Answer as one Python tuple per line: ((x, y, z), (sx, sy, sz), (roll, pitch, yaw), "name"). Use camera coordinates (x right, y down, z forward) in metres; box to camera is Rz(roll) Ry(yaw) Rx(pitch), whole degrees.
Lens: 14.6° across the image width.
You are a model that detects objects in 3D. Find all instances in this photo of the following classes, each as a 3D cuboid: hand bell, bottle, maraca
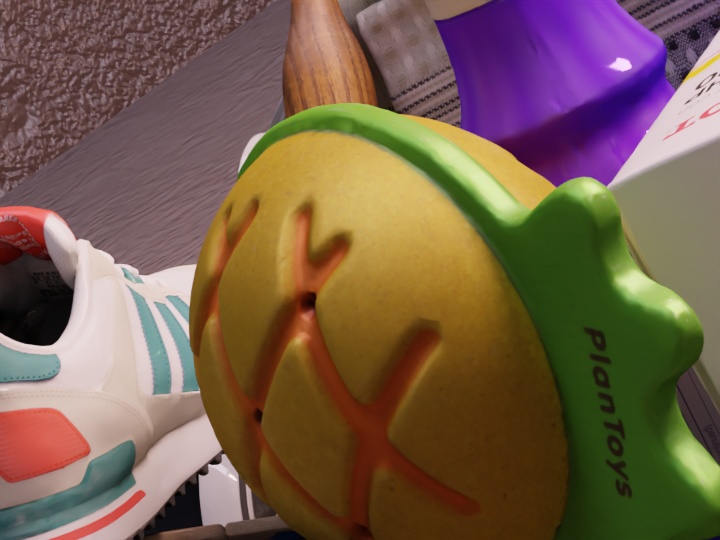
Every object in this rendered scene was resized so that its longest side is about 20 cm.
((0.000, 0.000, 0.958), (0.104, 0.201, 0.104), (-7, -16, -2), "hand bell")
((0.081, -0.008, 0.817), (0.065, 0.200, 0.084), (-26, 10, 8), "bottle")
((0.025, 0.023, 0.737), (0.107, 0.138, 0.200), (-27, 22, -29), "maraca")

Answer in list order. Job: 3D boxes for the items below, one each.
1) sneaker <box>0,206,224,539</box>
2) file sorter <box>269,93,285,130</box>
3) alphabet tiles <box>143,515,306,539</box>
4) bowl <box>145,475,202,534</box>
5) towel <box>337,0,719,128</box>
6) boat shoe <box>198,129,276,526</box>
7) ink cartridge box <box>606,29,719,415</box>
((-0.079, 0.017, 0.851), (0.070, 0.094, 0.200), (-7, 17, 21), "sneaker")
((0.077, -0.107, 1.037), (0.125, 0.139, 0.200), (-53, -6, -36), "file sorter")
((-0.037, 0.096, 0.896), (0.199, 0.006, 0.166), (-8, -16, 0), "alphabet tiles")
((-0.079, 0.126, 1.118), (0.200, 0.039, 0.201), (-32, 10, 6), "bowl")
((0.083, -0.029, 0.939), (0.034, 0.193, 0.200), (-30, 7, -40), "towel")
((-0.013, 0.039, 1.014), (0.063, 0.201, 0.071), (-7, -19, 28), "boat shoe")
((0.183, -0.027, 0.760), (0.147, 0.145, 0.200), (-25, 13, 31), "ink cartridge box")
